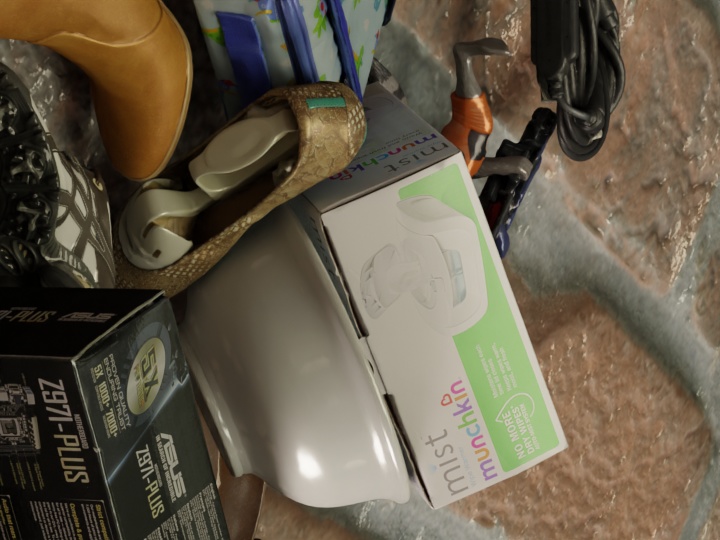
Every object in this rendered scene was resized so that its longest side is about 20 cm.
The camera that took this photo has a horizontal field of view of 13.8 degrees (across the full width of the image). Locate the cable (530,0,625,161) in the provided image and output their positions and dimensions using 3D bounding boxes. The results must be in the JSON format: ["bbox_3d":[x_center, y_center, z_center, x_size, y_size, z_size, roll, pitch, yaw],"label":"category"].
[{"bbox_3d":[0.154,-0.179,2.019,0.163,0.051,0.200,34,52,-69],"label":"cable"}]

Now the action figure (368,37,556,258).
[{"bbox_3d":[0.058,-0.067,1.960,0.194,0.105,0.200,90,22,-44],"label":"action figure"}]

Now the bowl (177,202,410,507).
[{"bbox_3d":[-0.052,0.059,1.724,0.090,0.201,0.201,-24,138,-6],"label":"bowl"}]

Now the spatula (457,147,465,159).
[{"bbox_3d":[0.000,0.000,1.861,0.057,0.021,0.200,32,104,-24],"label":"spatula"}]

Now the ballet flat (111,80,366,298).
[{"bbox_3d":[-0.086,-0.046,1.652,0.200,0.071,0.065,-38,155,25],"label":"ballet flat"}]

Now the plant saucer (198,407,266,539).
[{"bbox_3d":[-0.124,0.141,1.794,0.200,0.034,0.200,-28,123,-53],"label":"plant saucer"}]

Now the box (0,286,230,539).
[{"bbox_3d":[-0.164,0.115,1.539,0.086,0.164,0.200,-38,120,-50],"label":"box"}]

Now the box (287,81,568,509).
[{"bbox_3d":[0.023,0.012,1.757,0.097,0.176,0.200,-24,111,-9],"label":"box"}]

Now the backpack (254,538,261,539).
[{"bbox_3d":[-0.063,0.302,1.878,0.200,0.162,0.168,-36,139,-48],"label":"backpack"}]

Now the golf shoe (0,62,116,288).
[{"bbox_3d":[-0.180,-0.040,1.584,0.095,0.078,0.200,-78,160,-52],"label":"golf shoe"}]

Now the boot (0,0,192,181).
[{"bbox_3d":[-0.158,-0.132,1.566,0.144,0.071,0.201,-20,121,-47],"label":"boot"}]

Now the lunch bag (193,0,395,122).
[{"bbox_3d":[-0.037,-0.171,1.676,0.200,0.082,0.161,76,27,-59],"label":"lunch bag"}]
